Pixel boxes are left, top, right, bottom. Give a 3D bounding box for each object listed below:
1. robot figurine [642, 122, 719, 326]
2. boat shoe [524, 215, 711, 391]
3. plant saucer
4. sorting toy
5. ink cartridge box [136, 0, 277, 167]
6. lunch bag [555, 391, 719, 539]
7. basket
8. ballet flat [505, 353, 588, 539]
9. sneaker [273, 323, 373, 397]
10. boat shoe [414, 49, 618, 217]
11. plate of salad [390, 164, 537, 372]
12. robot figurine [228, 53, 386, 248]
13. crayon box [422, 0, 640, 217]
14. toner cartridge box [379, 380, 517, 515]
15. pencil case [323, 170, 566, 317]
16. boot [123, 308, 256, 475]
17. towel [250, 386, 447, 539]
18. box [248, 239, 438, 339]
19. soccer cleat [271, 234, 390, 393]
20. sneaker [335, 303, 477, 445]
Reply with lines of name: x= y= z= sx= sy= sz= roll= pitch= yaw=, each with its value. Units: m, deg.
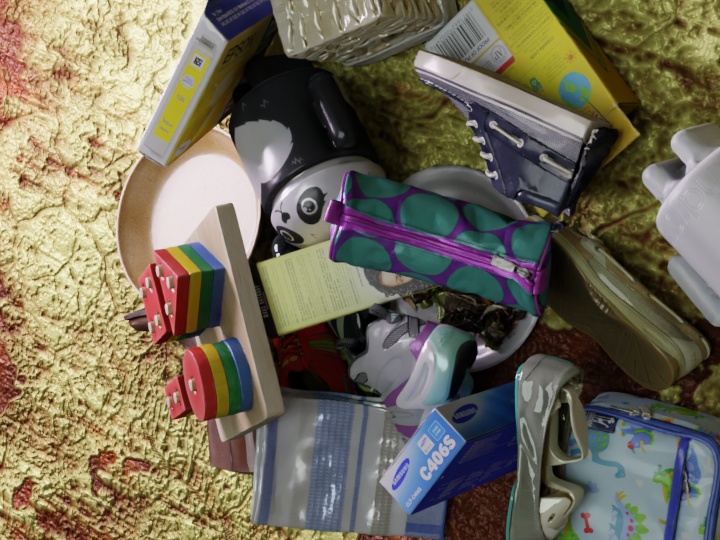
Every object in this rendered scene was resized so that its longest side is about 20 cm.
robot figurine: x=0.322 y=-0.030 z=1.234 sx=0.200 sy=0.113 sz=0.170 roll=49 pitch=130 yaw=19
boat shoe: x=0.222 y=0.020 z=1.349 sx=0.201 sy=0.063 sz=0.073 roll=44 pitch=146 yaw=27
plant saucer: x=-0.174 y=-0.054 z=1.604 sx=0.200 sy=0.035 sz=0.201 roll=-6 pitch=80 yaw=34
sorting toy: x=-0.151 y=0.060 z=1.449 sx=0.199 sy=0.069 sz=0.201 roll=144 pitch=113 yaw=-68
ink cartridge box: x=-0.127 y=-0.217 z=1.471 sx=0.047 sy=0.198 sz=0.200 roll=34 pitch=117 yaw=2
lunch bag: x=0.251 y=0.216 z=1.341 sx=0.160 sy=0.082 sz=0.201 roll=15 pitch=106 yaw=30
basket: x=-0.013 y=-0.303 z=1.421 sx=0.135 sy=0.123 sz=0.201 roll=-17 pitch=88 yaw=36
ballet flat: x=0.164 y=0.173 z=1.306 sx=0.064 sy=0.067 sz=0.201 roll=8 pitch=104 yaw=31
sneaker: x=-0.056 y=0.082 z=1.530 sx=0.077 sy=0.085 sz=0.200 roll=-40 pitch=75 yaw=30
boat shoe: x=0.119 y=-0.119 z=1.322 sx=0.200 sy=0.075 sz=0.093 roll=29 pitch=105 yaw=28
plate of salad: x=0.083 y=0.000 z=1.445 sx=0.200 sy=0.048 sz=0.201 roll=5 pitch=99 yaw=34
robot figurine: x=-0.054 y=-0.114 z=1.466 sx=0.125 sy=0.150 sz=0.200 roll=-28 pitch=69 yaw=6
crayon box: x=0.160 y=-0.164 z=1.365 sx=0.127 sy=0.051 sz=0.200 roll=-41 pitch=73 yaw=32
toner cartridge box: x=0.109 y=0.151 z=1.356 sx=0.043 sy=0.200 sz=0.095 roll=45 pitch=119 yaw=22
pencil case: x=0.072 y=-0.025 z=1.315 sx=0.199 sy=0.092 sz=0.085 roll=15 pitch=97 yaw=7
boot: x=-0.169 y=0.131 z=1.637 sx=0.186 sy=0.064 sz=0.201 roll=-4 pitch=99 yaw=37
towel: x=-0.008 y=0.191 z=1.486 sx=0.199 sy=0.024 sz=0.147 roll=6 pitch=104 yaw=-2
box: x=0.000 y=0.000 z=1.398 sx=0.199 sy=0.050 sz=0.076 roll=-19 pitch=89 yaw=10
soccer cleat: x=-0.014 y=0.030 z=1.497 sx=0.200 sy=0.067 sz=0.081 roll=53 pitch=139 yaw=16
sneaker: x=0.036 y=0.106 z=1.417 sx=0.140 sy=0.078 sz=0.200 roll=25 pitch=136 yaw=22
